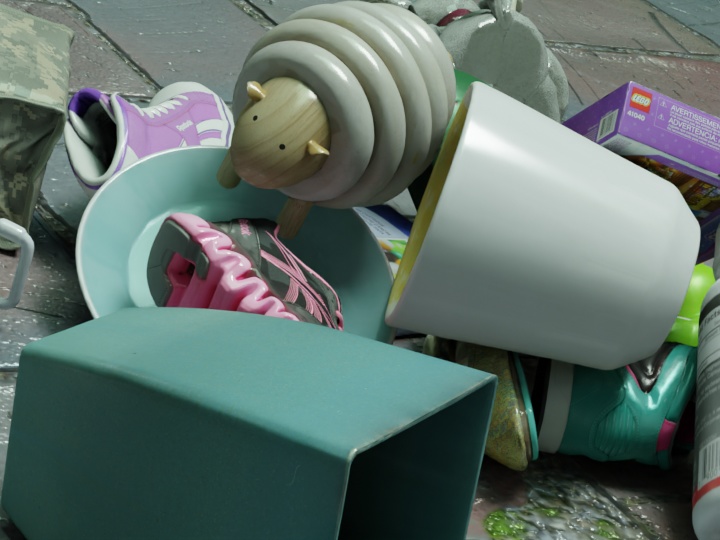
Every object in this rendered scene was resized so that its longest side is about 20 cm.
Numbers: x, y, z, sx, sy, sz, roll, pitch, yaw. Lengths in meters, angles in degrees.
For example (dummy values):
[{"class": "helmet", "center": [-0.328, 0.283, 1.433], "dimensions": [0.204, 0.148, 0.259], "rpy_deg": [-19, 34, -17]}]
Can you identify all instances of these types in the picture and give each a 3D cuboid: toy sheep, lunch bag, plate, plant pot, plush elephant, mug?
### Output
[{"class": "toy sheep", "center": [-0.009, -0.099, 1.300], "dimensions": [0.138, 0.138, 0.200], "rpy_deg": [27, 36, 21]}, {"class": "lunch bag", "center": [-0.291, -0.112, 1.367], "dimensions": [0.200, 0.118, 0.164], "rpy_deg": [17, 22, -14]}, {"class": "plate", "center": [-0.075, 0.009, 1.293], "dimensions": [0.200, 0.026, 0.200], "rpy_deg": [11, 50, -14]}, {"class": "plant pot", "center": [-0.064, 0.097, 1.032], "dimensions": [0.200, 0.141, 0.141], "rpy_deg": [21, 21, 25]}, {"class": "plush elephant", "center": [0.077, -0.165, 1.723], "dimensions": [0.165, 0.200, 0.155], "rpy_deg": [2, 8, -18]}, {"class": "mug", "center": [0.113, -0.023, 1.263], "dimensions": [0.153, 0.149, 0.187], "rpy_deg": [19, 31, -2]}]

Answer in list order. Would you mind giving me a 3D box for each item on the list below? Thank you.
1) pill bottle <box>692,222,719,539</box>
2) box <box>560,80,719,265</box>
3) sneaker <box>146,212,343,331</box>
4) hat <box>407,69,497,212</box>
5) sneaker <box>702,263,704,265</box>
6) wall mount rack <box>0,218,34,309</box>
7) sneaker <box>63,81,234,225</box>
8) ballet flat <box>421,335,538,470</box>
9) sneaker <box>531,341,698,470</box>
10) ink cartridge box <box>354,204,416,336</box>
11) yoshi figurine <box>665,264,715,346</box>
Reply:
[{"class": "pill bottle", "center": [0.252, 0.064, 1.249], "dimensions": [0.114, 0.114, 0.200], "rpy_deg": [14, 58, -10]}, {"class": "box", "center": [0.174, -0.050, 1.354], "dimensions": [0.137, 0.039, 0.200], "rpy_deg": [21, -21, -18]}, {"class": "sneaker", "center": [-0.034, 0.038, 1.223], "dimensions": [0.095, 0.079, 0.200], "rpy_deg": [-9, 51, -45]}, {"class": "hat", "center": [0.119, -0.102, 1.515], "dimensions": [0.176, 0.200, 0.166], "rpy_deg": [-20, 19, -6]}, {"class": "sneaker", "center": [0.163, -0.017, 1.562], "dimensions": [0.088, 0.076, 0.200], "rpy_deg": [-13, 30, -31]}, {"class": "wall mount rack", "center": [-0.281, -0.007, 1.187], "dimensions": [0.174, 0.075, 0.200], "rpy_deg": [19, 22, 3]}, {"class": "sneaker", "center": [-0.138, -0.092, 1.396], "dimensions": [0.114, 0.073, 0.201], "rpy_deg": [52, 18, -28]}, {"class": "ballet flat", "center": [0.069, 0.065, 1.306], "dimensions": [0.071, 0.071, 0.200], "rpy_deg": [15, 23, -7]}, {"class": "sneaker", "center": [0.174, 0.059, 1.354], "dimensions": [0.121, 0.084, 0.200], "rpy_deg": [14, 30, 2]}, {"class": "ink cartridge box", "center": [0.000, 0.000, 1.427], "dimensions": [0.200, 0.042, 0.119], "rpy_deg": [-2, 30, -43]}, {"class": "yoshi figurine", "center": [0.274, 0.040, 1.463], "dimensions": [0.200, 0.112, 0.112], "rpy_deg": [8, 8, -16]}]
